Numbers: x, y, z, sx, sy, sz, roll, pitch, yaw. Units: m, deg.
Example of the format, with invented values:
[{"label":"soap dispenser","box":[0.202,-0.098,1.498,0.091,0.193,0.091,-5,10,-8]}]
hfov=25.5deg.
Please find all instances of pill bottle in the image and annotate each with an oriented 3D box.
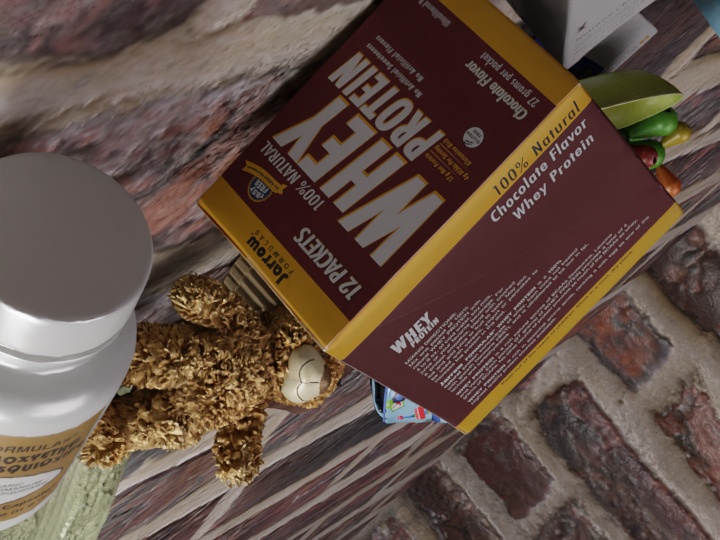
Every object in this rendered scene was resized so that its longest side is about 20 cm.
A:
[{"label":"pill bottle","box":[-0.170,0.037,0.758,0.114,0.114,0.200,-30,165,-39]}]

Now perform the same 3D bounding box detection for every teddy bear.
[{"label":"teddy bear","box":[-0.096,0.070,1.036,0.200,0.145,0.067,9,180,-25]}]

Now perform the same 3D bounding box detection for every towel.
[{"label":"towel","box":[-0.219,0.152,1.073,0.148,0.036,0.200,-8,130,-50]}]

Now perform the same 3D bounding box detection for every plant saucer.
[{"label":"plant saucer","box":[0.152,-0.118,1.248,0.200,0.031,0.200,-17,177,-1]}]

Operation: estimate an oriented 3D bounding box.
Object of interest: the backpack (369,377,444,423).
[{"label":"backpack","box":[0.082,0.037,1.291,0.183,0.134,0.200,68,37,-84]}]

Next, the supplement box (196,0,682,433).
[{"label":"supplement box","box":[0.053,-0.038,0.940,0.197,0.133,0.200,-46,148,6]}]

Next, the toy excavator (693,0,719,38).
[{"label":"toy excavator","box":[0.313,-0.240,1.309,0.200,0.100,0.194,-25,162,-24]}]

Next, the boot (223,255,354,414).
[{"label":"boot","box":[-0.040,0.038,1.190,0.200,0.072,0.166,-44,153,22]}]

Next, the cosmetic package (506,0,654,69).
[{"label":"cosmetic package","box":[0.136,-0.202,0.894,0.113,0.081,0.200,-37,170,0]}]

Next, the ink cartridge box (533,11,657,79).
[{"label":"ink cartridge box","box":[0.171,-0.175,1.225,0.095,0.037,0.200,-42,171,15]}]

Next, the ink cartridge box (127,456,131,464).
[{"label":"ink cartridge box","box":[-0.178,0.120,1.226,0.200,0.050,0.161,-32,167,-23]}]

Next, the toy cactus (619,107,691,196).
[{"label":"toy cactus","box":[0.192,-0.092,1.407,0.165,0.102,0.200,-25,-168,-31]}]
